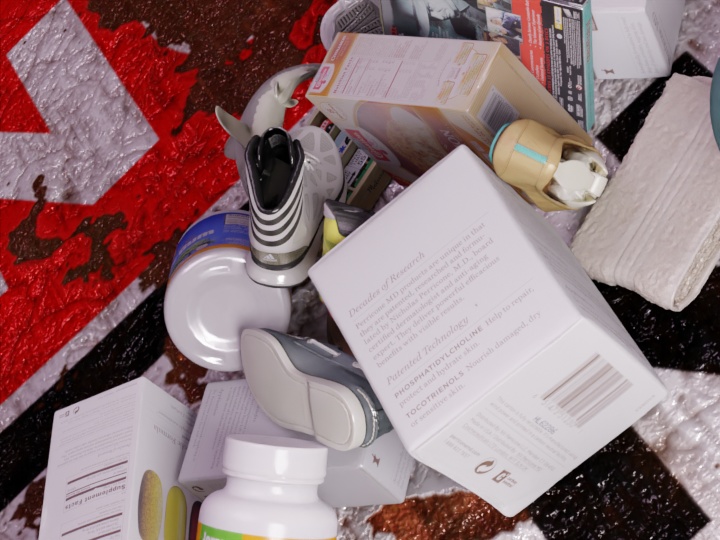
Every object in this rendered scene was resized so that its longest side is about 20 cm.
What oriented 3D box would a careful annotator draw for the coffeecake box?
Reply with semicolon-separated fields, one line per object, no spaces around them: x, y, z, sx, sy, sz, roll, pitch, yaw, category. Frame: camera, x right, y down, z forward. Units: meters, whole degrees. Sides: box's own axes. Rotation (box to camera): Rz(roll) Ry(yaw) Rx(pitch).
0.076;-0.133;1.741;0.200;0.153;0.073;11;68;46;coffeecake box

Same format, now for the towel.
0.260;-0.067;1.620;0.132;0.034;0.200;23;77;50;towel

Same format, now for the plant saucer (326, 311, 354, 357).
0.047;0.016;1.749;0.200;0.029;0.200;-23;46;26;plant saucer

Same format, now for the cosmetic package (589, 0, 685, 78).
0.244;-0.275;1.735;0.074;0.102;0.200;1;61;24;cosmetic package

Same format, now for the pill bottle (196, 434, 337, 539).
-0.077;0.234;1.570;0.111;0.111;0.201;6;90;44;pill bottle

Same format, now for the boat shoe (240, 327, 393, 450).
-0.033;0.092;1.622;0.062;0.073;0.200;-13;22;-28;boat shoe

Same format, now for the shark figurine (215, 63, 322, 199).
-0.086;-0.136;1.845;0.089;0.128;0.215;-27;31;47;shark figurine

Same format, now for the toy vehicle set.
-0.015;-0.110;1.901;0.124;0.027;0.200;22;75;48;toy vehicle set

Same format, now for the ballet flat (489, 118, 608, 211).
0.165;-0.076;1.614;0.063;0.200;0.069;25;98;25;ballet flat

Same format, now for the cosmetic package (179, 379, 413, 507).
-0.049;0.145;1.690;0.200;0.074;0.102;-7;55;36;cosmetic package

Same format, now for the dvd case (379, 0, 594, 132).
0.108;-0.202;1.725;0.200;0.146;0.022;18;53;23;dvd case

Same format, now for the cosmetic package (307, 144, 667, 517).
0.099;0.048;1.549;0.166;0.167;0.200;-40;51;11;cosmetic package

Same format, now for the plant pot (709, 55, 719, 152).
0.352;-0.119;1.464;0.201;0.201;0.161;-49;28;0;plant pot

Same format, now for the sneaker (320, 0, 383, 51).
0.046;-0.279;1.944;0.200;0.078;0.099;-28;14;3;sneaker

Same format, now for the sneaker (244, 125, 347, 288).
-0.052;-0.088;1.692;0.075;0.116;0.201;6;39;6;sneaker

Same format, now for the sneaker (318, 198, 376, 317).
0.000;0.000;1.668;0.078;0.200;0.091;19;81;9;sneaker

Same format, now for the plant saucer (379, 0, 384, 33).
0.114;-0.232;1.780;0.200;0.200;0.031;-17;17;32;plant saucer

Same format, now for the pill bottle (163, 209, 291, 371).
-0.117;0.009;1.794;0.112;0.112;0.200;-41;13;9;pill bottle

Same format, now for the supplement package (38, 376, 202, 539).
-0.204;0.217;1.750;0.109;0.114;0.200;-23;48;29;supplement package
